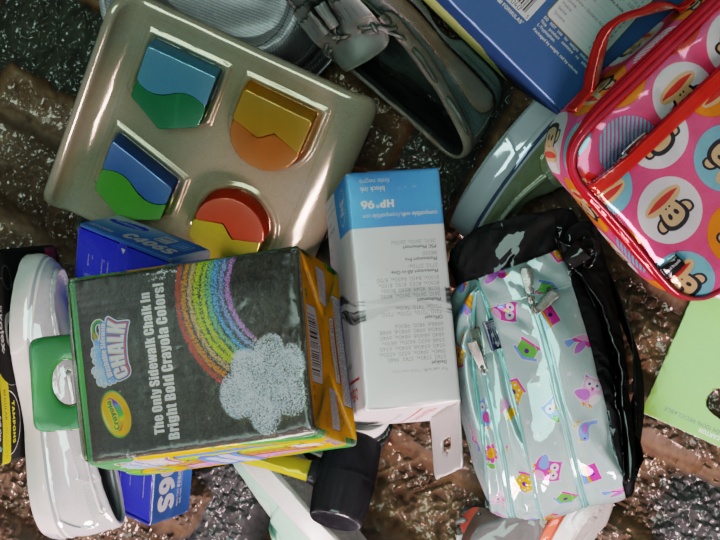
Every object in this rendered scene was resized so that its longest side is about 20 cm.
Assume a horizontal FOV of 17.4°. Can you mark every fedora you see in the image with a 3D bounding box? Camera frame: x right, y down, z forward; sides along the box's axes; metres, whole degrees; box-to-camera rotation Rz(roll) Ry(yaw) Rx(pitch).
[{"bbox_3d":[-0.106,-0.205,1.682,0.200,0.090,0.177,29,97,9],"label":"fedora"}]

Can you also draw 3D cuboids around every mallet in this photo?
[{"bbox_3d":[-0.082,0.115,1.614,0.199,0.041,0.066,22,66,4],"label":"mallet"}]

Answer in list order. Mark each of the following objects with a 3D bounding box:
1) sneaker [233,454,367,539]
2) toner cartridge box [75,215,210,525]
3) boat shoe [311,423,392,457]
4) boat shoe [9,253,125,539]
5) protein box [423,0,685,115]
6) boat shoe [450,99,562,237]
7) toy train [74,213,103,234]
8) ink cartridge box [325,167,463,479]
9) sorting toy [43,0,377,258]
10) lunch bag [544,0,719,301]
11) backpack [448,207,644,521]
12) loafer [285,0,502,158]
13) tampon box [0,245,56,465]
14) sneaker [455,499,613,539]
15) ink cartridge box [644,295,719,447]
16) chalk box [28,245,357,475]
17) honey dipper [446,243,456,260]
[{"bbox_3d":[-0.057,0.212,1.679,0.118,0.074,0.201,-34,101,16],"label":"sneaker"},{"bbox_3d":[-0.161,0.070,1.675,0.095,0.043,0.201,20,113,36],"label":"toner cartridge box"},{"bbox_3d":[-0.069,0.078,1.697,0.200,0.076,0.060,33,141,17],"label":"boat shoe"},{"bbox_3d":[-0.200,0.087,1.645,0.068,0.072,0.201,-5,86,14],"label":"boat shoe"},{"bbox_3d":[0.125,-0.244,1.562,0.198,0.135,0.200,41,91,-25],"label":"protein box"},{"bbox_3d":[0.144,-0.093,1.648,0.062,0.072,0.200,41,96,9],"label":"boat shoe"},{"bbox_3d":[-0.162,0.046,1.733,0.046,0.034,0.201,-17,88,0],"label":"toy train"},{"bbox_3d":[0.022,0.041,1.600,0.068,0.116,0.201,-4,81,-8],"label":"ink cartridge box"},{"bbox_3d":[-0.110,-0.080,1.663,0.199,0.037,0.186,22,121,-3],"label":"sorting toy"},{"bbox_3d":[0.223,-0.100,1.525,0.200,0.082,0.176,-44,104,-2],"label":"lunch bag"},{"bbox_3d":[0.124,0.068,1.603,0.126,0.167,0.201,-13,85,10],"label":"backpack"},{"bbox_3d":[0.017,-0.153,1.626,0.200,0.072,0.063,35,56,-25],"label":"loafer"},{"bbox_3d":[-0.297,0.064,1.673,0.126,0.200,0.151,-5,92,12],"label":"tampon box"},{"bbox_3d":[0.095,0.210,1.676,0.082,0.077,0.200,40,91,21],"label":"sneaker"},{"bbox_3d":[0.295,0.037,1.620,0.147,0.076,0.201,23,95,10],"label":"ink cartridge box"},{"bbox_3d":[-0.116,0.064,1.538,0.199,0.124,0.125,-8,80,12],"label":"chalk box"},{"bbox_3d":[0.000,0.000,1.680,0.199,0.038,0.038,-14,89,-3],"label":"honey dipper"}]
